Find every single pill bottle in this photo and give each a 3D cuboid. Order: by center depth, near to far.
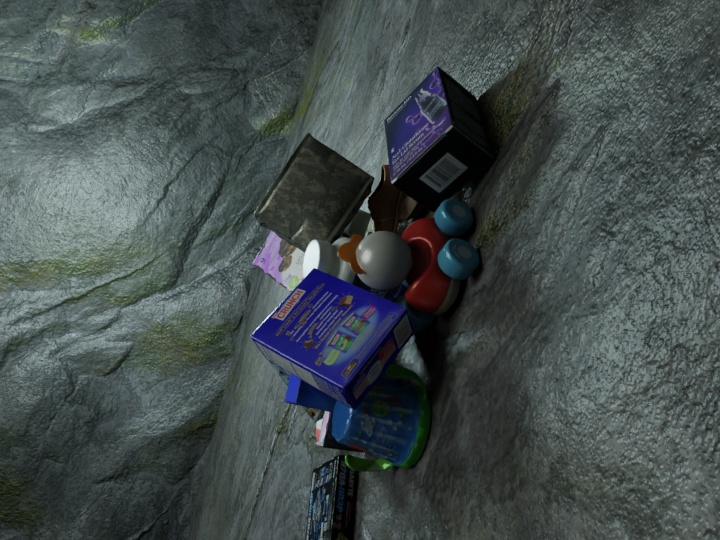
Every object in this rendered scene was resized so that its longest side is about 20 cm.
[{"bbox_3d":[0.000,0.000,1.263,0.111,0.200,0.111,-37,48,57],"label":"pill bottle"}]

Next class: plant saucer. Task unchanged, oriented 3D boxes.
[{"bbox_3d":[0.114,-0.186,1.362,0.200,0.037,0.201,-164,90,-73],"label":"plant saucer"}]

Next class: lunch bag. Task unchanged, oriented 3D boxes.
[{"bbox_3d":[-0.092,-0.134,1.334,0.200,0.164,0.118,-56,-3,-11],"label":"lunch bag"}]

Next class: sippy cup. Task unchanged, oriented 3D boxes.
[{"bbox_3d":[0.027,0.243,1.106,0.140,0.130,0.178,158,126,-69],"label":"sippy cup"}]

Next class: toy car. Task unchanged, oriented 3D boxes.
[{"bbox_3d":[0.060,-0.025,1.112,0.184,0.200,0.177,123,156,-45],"label":"toy car"}]

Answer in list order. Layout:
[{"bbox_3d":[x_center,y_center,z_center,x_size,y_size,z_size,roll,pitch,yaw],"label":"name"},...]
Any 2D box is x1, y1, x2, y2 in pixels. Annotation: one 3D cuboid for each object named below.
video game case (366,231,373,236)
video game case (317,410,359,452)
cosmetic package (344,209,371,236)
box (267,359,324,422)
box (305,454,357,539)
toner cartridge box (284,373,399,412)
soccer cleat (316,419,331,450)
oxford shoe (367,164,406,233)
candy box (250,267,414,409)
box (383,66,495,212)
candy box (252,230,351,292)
[{"bbox_3d":[0.010,0.047,1.477,0.200,0.045,0.181,-95,28,-50],"label":"video game case"},{"bbox_3d":[-0.015,0.233,1.267,0.019,0.143,0.200,4,76,33],"label":"video game case"},{"bbox_3d":[-0.061,-0.051,1.520,0.101,0.071,0.200,26,103,33],"label":"cosmetic package"},{"bbox_3d":[-0.122,0.201,1.409,0.200,0.040,0.137,50,142,20],"label":"box"},{"bbox_3d":[-0.060,0.476,1.328,0.159,0.046,0.200,130,150,-55],"label":"box"},{"bbox_3d":[-0.028,0.204,1.190,0.043,0.200,0.095,-10,65,57],"label":"toner cartridge box"},{"bbox_3d":[-0.073,0.306,1.499,0.077,0.067,0.200,-58,24,21],"label":"soccer cleat"},{"bbox_3d":[0.042,-0.114,1.354,0.071,0.071,0.200,-166,90,-72],"label":"oxford shoe"},{"bbox_3d":[-0.044,0.103,1.092,0.169,0.200,0.077,-49,-36,-25],"label":"candy box"},{"bbox_3d":[0.129,-0.227,1.169,0.148,0.104,0.200,-42,33,30],"label":"box"},{"bbox_3d":[-0.106,-0.031,1.446,0.200,0.072,0.168,34,94,31],"label":"candy box"}]
